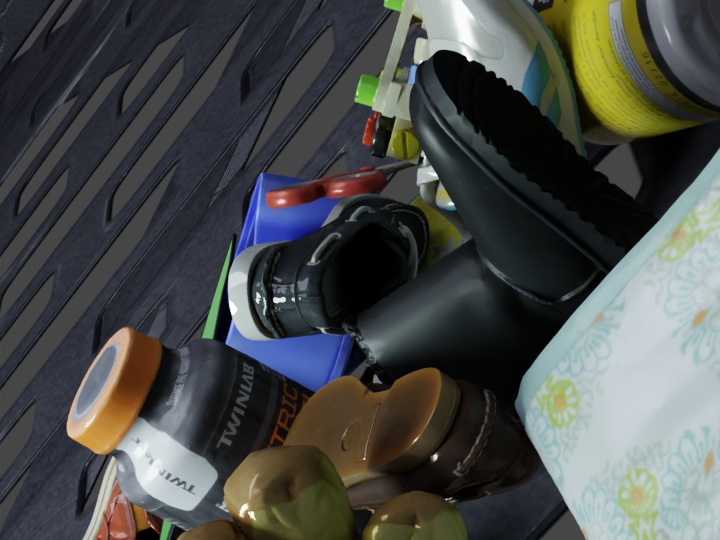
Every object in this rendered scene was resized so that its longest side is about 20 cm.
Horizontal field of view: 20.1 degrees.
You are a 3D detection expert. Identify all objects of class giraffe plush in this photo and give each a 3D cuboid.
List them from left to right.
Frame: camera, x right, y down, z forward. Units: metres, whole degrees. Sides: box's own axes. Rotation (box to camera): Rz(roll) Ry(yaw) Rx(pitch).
[{"bbox_3d":[-0.013,0.194,1.011,0.173,0.200,0.162,-52,1,-14],"label":"giraffe plush"}]

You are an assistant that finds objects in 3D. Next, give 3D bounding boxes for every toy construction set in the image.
[{"bbox_3d":[0.051,-0.131,1.279,0.200,0.092,0.131,-17,-57,-70],"label":"toy construction set"}]

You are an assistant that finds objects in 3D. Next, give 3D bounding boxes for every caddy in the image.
[{"bbox_3d":[-0.035,0.028,1.332,0.200,0.105,0.142,111,171,-49],"label":"caddy"}]

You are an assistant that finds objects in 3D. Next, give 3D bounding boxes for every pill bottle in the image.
[{"bbox_3d":[-0.067,0.108,1.172,0.106,0.200,0.106,-51,21,28],"label":"pill bottle"},{"bbox_3d":[0.156,-0.129,1.124,0.200,0.111,0.111,-13,49,63],"label":"pill bottle"}]

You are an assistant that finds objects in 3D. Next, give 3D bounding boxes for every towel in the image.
[{"bbox_3d":[0.160,0.050,0.884,0.200,0.048,0.171,-53,37,24],"label":"towel"}]

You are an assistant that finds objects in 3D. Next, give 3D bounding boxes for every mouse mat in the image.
[{"bbox_3d":[-0.110,0.093,1.343,0.161,0.008,0.200,113,169,-55],"label":"mouse mat"}]

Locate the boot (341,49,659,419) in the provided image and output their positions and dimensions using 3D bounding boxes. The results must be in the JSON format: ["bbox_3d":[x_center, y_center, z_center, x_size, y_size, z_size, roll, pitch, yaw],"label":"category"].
[{"bbox_3d":[0.057,-0.003,1.069,0.162,0.198,0.073,-38,25,29],"label":"boot"}]

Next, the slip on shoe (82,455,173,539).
[{"bbox_3d":[-0.153,0.183,1.426,0.061,0.074,0.200,0,46,25],"label":"slip on shoe"}]

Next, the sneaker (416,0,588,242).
[{"bbox_3d":[0.070,-0.076,1.116,0.081,0.200,0.076,-29,20,-24],"label":"sneaker"}]

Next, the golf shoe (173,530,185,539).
[{"bbox_3d":[-0.068,0.176,1.261,0.092,0.073,0.200,-59,20,8],"label":"golf shoe"}]

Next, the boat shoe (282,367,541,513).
[{"bbox_3d":[0.021,0.095,1.046,0.200,0.070,0.070,-11,56,66],"label":"boat shoe"}]

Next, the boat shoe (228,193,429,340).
[{"bbox_3d":[0.000,0.000,1.174,0.060,0.076,0.200,-2,16,29],"label":"boat shoe"}]

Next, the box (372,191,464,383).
[{"bbox_3d":[0.063,-0.003,1.255,0.117,0.048,0.200,-43,27,38],"label":"box"}]

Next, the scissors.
[{"bbox_3d":[-0.006,-0.059,1.277,0.073,0.014,0.200,-11,7,13],"label":"scissors"}]

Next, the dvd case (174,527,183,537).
[{"bbox_3d":[-0.153,0.206,1.498,0.200,0.022,0.146,-53,21,17],"label":"dvd case"}]
